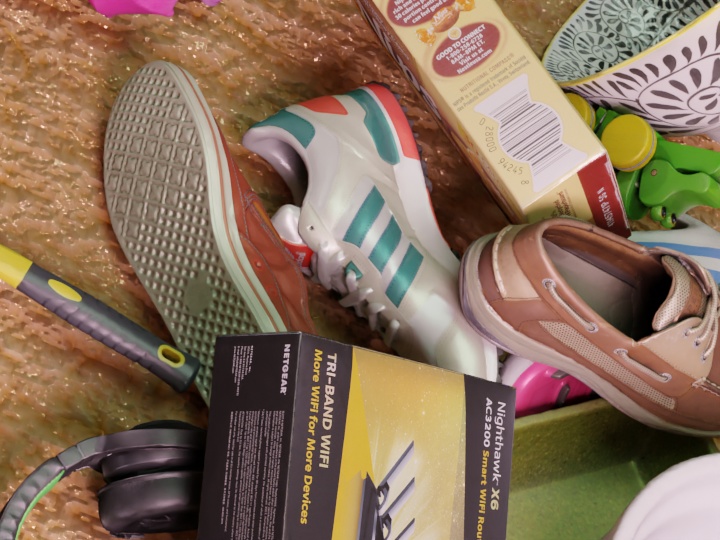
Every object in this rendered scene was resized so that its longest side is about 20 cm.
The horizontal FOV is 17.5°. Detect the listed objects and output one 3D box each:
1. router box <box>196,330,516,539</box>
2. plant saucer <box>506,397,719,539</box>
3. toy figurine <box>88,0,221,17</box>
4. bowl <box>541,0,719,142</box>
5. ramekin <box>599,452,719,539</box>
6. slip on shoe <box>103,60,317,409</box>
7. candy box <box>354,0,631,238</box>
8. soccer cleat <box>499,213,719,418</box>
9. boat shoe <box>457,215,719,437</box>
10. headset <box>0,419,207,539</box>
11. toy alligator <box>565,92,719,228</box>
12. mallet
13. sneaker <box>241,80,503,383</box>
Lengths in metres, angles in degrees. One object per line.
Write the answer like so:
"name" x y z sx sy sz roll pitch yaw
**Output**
"router box" -0.003 0.137 1.019 0.157 0.052 0.201 16 76 -49
"plant saucer" 0.119 0.168 1.157 0.200 0.048 0.200 -10 68 -35
"toy figurine" -0.101 -0.213 1.236 0.200 0.150 0.185 30 60 -44
"bowl" 0.209 -0.135 1.322 0.094 0.201 0.201 50 47 -15
"ramekin" 0.173 0.194 1.077 0.200 0.098 0.201 15 55 -22
"slip on shoe" -0.071 -0.012 1.147 0.061 0.074 0.200 5 56 -56
"candy box" 0.060 -0.100 1.221 0.055 0.115 0.200 -33 66 -1
"soccer cleat" 0.130 0.025 1.252 0.200 0.070 0.086 -22 52 -37
"boat shoe" 0.146 0.028 1.157 0.200 0.072 0.076 19 59 -24
"headset" -0.077 0.127 1.062 0.200 0.094 0.124 -23 81 -24
"toy alligator" 0.156 -0.049 1.272 0.059 0.200 0.054 30 85 -54
"mallet" -0.167 0.005 1.083 0.200 0.041 0.066 37 50 -4
"sneaker" 0.000 -0.001 1.186 0.093 0.070 0.200 -12 68 -22
